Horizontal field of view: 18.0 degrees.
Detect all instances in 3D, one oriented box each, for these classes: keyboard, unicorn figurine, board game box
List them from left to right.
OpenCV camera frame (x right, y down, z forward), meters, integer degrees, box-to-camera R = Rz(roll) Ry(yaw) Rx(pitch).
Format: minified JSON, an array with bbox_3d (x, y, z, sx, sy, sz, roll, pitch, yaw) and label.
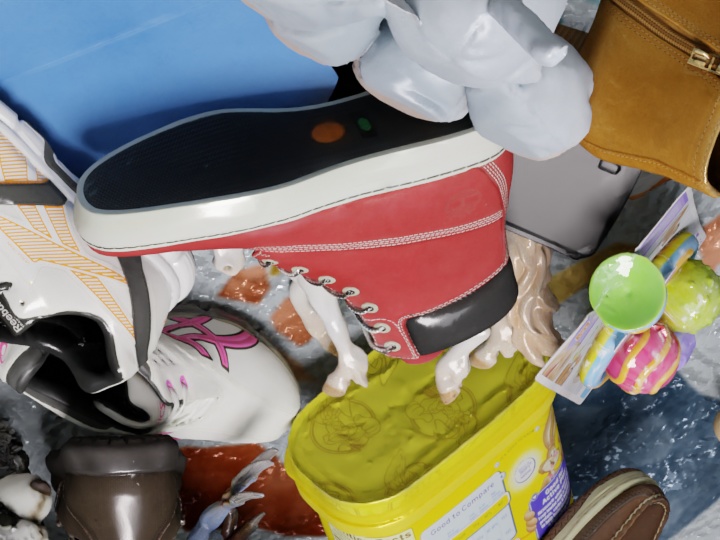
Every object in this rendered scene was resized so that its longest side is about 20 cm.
[{"bbox_3d":[-0.108,-0.114,1.004,0.157,0.039,0.200,-19,134,16],"label":"board game box"},{"bbox_3d":[0.000,0.000,1.126,0.199,0.074,0.138,-9,124,-1],"label":"unicorn figurine"},{"bbox_3d":[0.044,-0.088,1.068,0.199,0.040,0.104,24,117,-11],"label":"keyboard"}]

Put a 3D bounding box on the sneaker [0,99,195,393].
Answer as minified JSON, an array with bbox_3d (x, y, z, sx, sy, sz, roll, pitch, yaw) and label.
[{"bbox_3d":[-0.164,-0.019,1.015,0.199,0.080,0.074,33,144,-20],"label":"sneaker"}]

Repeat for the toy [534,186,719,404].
[{"bbox_3d":[0.147,0.026,1.134,0.115,0.047,0.200,-52,164,2],"label":"toy"}]

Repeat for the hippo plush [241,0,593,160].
[{"bbox_3d":[0.044,-0.155,0.912,0.200,0.159,0.162,57,57,-77],"label":"hippo plush"}]

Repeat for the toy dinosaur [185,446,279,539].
[{"bbox_3d":[-0.077,0.185,1.169,0.200,0.105,0.181,-41,173,26],"label":"toy dinosaur"}]

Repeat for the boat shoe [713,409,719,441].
[{"bbox_3d":[0.286,0.098,1.334,0.199,0.074,0.069,21,132,-33],"label":"boat shoe"}]

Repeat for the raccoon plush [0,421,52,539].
[{"bbox_3d":[-0.217,0.164,1.147,0.096,0.134,0.201,12,125,-30],"label":"raccoon plush"}]

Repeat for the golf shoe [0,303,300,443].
[{"bbox_3d":[-0.108,0.057,1.125,0.199,0.092,0.073,21,118,-36],"label":"golf shoe"}]

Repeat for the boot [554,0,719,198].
[{"bbox_3d":[0.157,-0.133,0.979,0.071,0.144,0.202,31,86,-46],"label":"boot"}]

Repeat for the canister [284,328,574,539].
[{"bbox_3d":[0.049,0.131,1.236,0.148,0.086,0.201,-38,139,-19],"label":"canister"}]

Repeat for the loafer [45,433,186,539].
[{"bbox_3d":[-0.124,0.123,1.133,0.072,0.072,0.200,-1,171,-3],"label":"loafer"}]

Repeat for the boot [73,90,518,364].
[{"bbox_3d":[-0.025,-0.004,1.033,0.199,0.073,0.145,-11,130,-6],"label":"boot"}]

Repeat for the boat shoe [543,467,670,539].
[{"bbox_3d":[0.117,0.207,1.237,0.203,0.075,0.075,-57,144,5],"label":"boat shoe"}]

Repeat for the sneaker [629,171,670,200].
[{"bbox_3d":[0.137,-0.086,1.120,0.199,0.076,0.093,-8,106,-3],"label":"sneaker"}]
